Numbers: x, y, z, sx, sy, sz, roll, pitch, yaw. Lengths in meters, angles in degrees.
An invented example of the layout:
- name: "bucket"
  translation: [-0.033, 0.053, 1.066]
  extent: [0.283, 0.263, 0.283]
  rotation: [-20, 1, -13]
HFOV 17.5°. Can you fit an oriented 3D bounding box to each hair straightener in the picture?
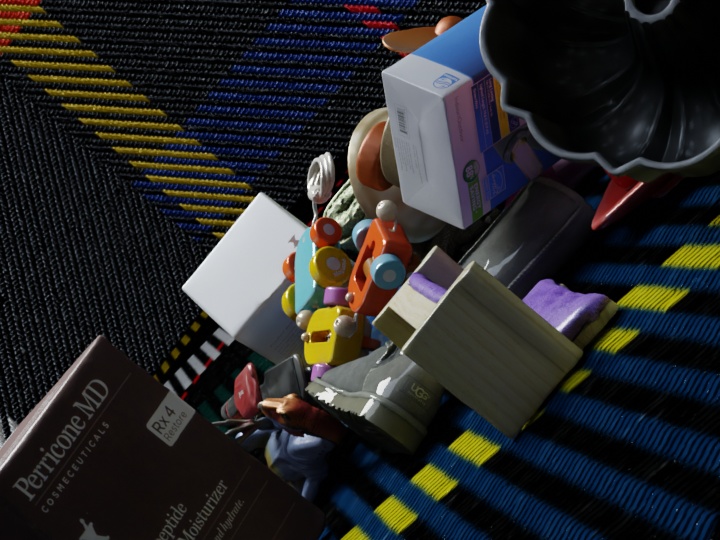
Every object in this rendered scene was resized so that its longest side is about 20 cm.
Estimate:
- name: "hair straightener"
  translation: [-0.059, 0.097, 1.759]
  extent: [0.077, 0.041, 0.200]
  rotation: [-11, -14, -12]

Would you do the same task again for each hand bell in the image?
- name: "hand bell"
  translation: [0.093, -0.093, 1.662]
  extent: [0.200, 0.104, 0.104]
  rotation: [-20, 27, 48]

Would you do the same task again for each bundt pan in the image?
- name: "bundt pan"
  translation: [0.170, -0.138, 1.282]
  extent: [0.202, 0.202, 0.076]
  rotation: [-49, -27, 5]

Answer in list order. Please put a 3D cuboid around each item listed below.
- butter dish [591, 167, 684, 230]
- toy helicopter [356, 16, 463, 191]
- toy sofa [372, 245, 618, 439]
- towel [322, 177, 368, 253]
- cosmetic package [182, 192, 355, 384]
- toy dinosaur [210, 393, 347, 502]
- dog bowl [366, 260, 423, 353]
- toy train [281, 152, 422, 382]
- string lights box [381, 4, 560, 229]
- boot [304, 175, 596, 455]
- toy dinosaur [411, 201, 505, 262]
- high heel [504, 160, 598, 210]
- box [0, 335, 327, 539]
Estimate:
- name: "butter dish"
  translation: [0.183, -0.157, 1.416]
  extent: [0.200, 0.148, 0.199]
  rotation: [-46, 6, 37]
- name: "toy helicopter"
  translation: [0.072, -0.140, 1.583]
  extent: [0.200, 0.079, 0.132]
  rotation: [-51, -30, -29]
- name: "toy sofa"
  translation: [0.074, 0.027, 1.366]
  extent: [0.098, 0.083, 0.200]
  rotation: [-51, 5, 0]
- name: "towel"
  translation: [0.045, -0.099, 1.835]
  extent: [0.200, 0.036, 0.148]
  rotation: [-58, -15, 5]
- name: "cosmetic package"
  translation: [-0.047, 0.025, 1.866]
  extent: [0.101, 0.071, 0.200]
  rotation: [-50, -29, 1]
- name: "toy dinosaur"
  translation: [-0.053, 0.116, 1.676]
  extent: [0.181, 0.105, 0.200]
  rotation: [-37, 10, 47]
- name: "dog bowl"
  translation: [0.021, 0.053, 1.778]
  extent: [0.111, 0.050, 0.200]
  rotation: [-52, 6, -23]
- name: "toy train"
  translation: [0.000, 0.000, 1.665]
  extent: [0.200, 0.056, 0.150]
  rotation: [-122, 47, -63]
- name: "string lights box"
  translation: [0.108, -0.124, 1.518]
  extent: [0.200, 0.103, 0.059]
  rotation: [-35, 43, -30]
- name: "boot"
  translation: [0.060, 0.026, 1.548]
  extent: [0.200, 0.073, 0.182]
  rotation: [-57, 19, -9]
- name: "toy dinosaur"
  translation: [0.091, -0.062, 1.868]
  extent: [0.102, 0.077, 0.200]
  rotation: [-28, 24, 57]
- name: "high heel"
  translation: [0.153, -0.109, 1.751]
  extent: [0.096, 0.067, 0.200]
  rotation: [-35, 24, 24]
- name: "box"
  translation: [-0.165, 0.190, 1.539]
  extent: [0.164, 0.200, 0.166]
  rotation: [-45, 9, 43]
